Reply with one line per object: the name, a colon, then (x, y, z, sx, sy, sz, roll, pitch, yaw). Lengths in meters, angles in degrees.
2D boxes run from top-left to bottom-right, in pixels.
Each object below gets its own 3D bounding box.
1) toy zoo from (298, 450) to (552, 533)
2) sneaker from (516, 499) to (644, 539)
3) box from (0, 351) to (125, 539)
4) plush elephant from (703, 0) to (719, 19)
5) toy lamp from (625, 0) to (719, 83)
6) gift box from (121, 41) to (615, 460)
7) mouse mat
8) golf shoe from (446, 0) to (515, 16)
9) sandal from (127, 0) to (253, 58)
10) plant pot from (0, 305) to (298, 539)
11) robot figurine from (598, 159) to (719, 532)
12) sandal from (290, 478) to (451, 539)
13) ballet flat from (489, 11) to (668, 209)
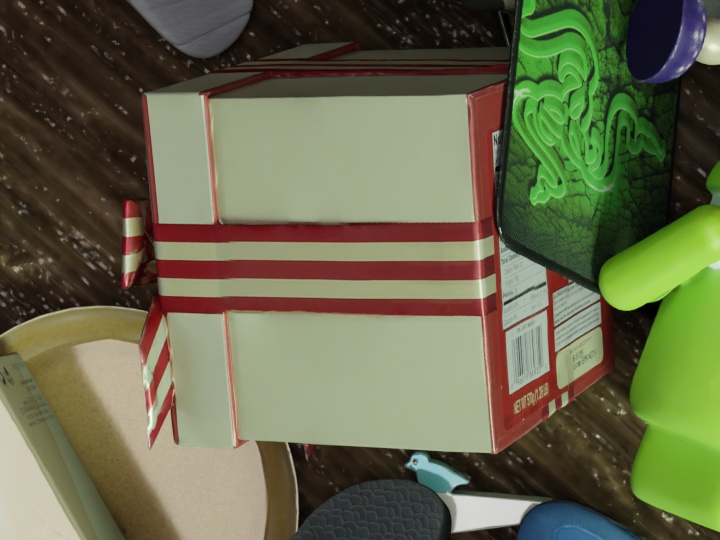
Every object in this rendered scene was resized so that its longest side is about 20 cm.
toy zoo: (0.040, 0.190, 1.272, 0.130, 0.020, 0.202, -7, 91, 6)
sneaker: (0.126, 0.191, 1.189, 0.066, 0.078, 0.201, -44, 64, 26)
box: (-0.162, 0.149, 1.235, 0.095, 0.078, 0.201, -32, 88, 5)
plush elephant: (0.229, -0.210, 1.183, 0.163, 0.200, 0.156, -2, 73, 13)
toy lamp: (0.224, -0.093, 1.197, 0.199, 0.058, 0.059, 12, 93, -24)
gift box: (0.000, 0.000, 1.167, 0.185, 0.184, 0.202, 2, 98, 26)
mouse mat: (0.109, -0.072, 1.165, 0.007, 0.200, 0.162, 1, 80, 28)
golf shoe: (0.012, -0.184, 1.200, 0.200, 0.088, 0.078, 35, 119, 35)
sandal: (-0.129, -0.184, 1.234, 0.079, 0.059, 0.207, -48, 127, -19)
plant pot: (-0.128, 0.118, 1.284, 0.198, 0.027, 0.202, 0, 91, 5)
robot figurine: (0.197, 0.024, 1.175, 0.175, 0.115, 0.201, 21, 89, -35)
sandal: (-0.018, 0.191, 1.246, 0.076, 0.043, 0.201, 30, 93, 28)
ballet flat: (0.095, -0.108, 1.235, 0.068, 0.068, 0.201, -23, 90, 4)
